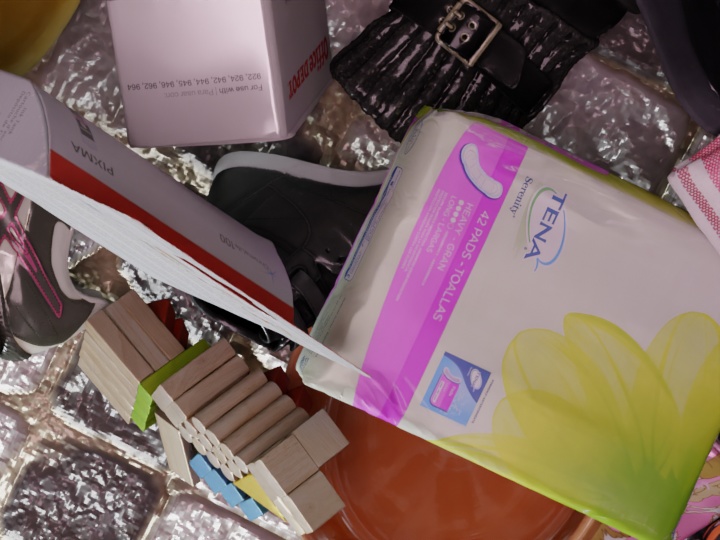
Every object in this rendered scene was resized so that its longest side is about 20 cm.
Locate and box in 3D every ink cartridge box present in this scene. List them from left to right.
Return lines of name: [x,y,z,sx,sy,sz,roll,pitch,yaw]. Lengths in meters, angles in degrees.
ink cartridge box: [-0.092,-0.027,1.076,0.162,0.200,0.057,34,78,-37]
ink cartridge box: [-0.074,-0.173,1.146,0.084,0.146,0.201,-3,106,11]

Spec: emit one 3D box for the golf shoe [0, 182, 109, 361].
golf shoe: [-0.199,-0.050,1.254,0.088,0.077,0.201,-15,106,-10]

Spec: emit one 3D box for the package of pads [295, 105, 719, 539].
package of pads: [0.089,0.022,1.120,0.199,0.068,0.155,26,91,-8]

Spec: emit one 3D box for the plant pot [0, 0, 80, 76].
plant pot: [-0.244,-0.206,1.145,0.188,0.201,0.202,21,110,18]

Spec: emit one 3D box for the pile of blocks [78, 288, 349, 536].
pile of blocks: [-0.069,0.076,1.246,0.200,0.062,0.082,35,149,34]

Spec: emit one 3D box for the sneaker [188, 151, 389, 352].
sneaker: [0.000,0.000,1.190,0.199,0.100,0.071,7,148,24]

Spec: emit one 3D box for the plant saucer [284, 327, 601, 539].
plant saucer: [0.049,0.082,1.223,0.199,0.032,0.201,-7,74,26]

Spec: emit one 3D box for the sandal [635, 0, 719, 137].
sandal: [0.152,-0.159,1.126,0.043,0.076,0.201,-36,69,32]

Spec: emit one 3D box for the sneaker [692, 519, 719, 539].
sneaker: [0.257,0.204,1.254,0.112,0.078,0.201,-28,117,-1]

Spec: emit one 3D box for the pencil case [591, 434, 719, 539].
pencil case: [0.117,0.135,1.248,0.200,0.083,0.087,-38,100,18]

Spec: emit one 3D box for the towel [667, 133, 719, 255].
towel: [0.259,-0.042,1.060,0.200,0.030,0.147,-36,94,14]

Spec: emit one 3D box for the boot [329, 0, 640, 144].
boot: [0.033,-0.158,1.170,0.158,0.079,0.211,-42,98,18]
